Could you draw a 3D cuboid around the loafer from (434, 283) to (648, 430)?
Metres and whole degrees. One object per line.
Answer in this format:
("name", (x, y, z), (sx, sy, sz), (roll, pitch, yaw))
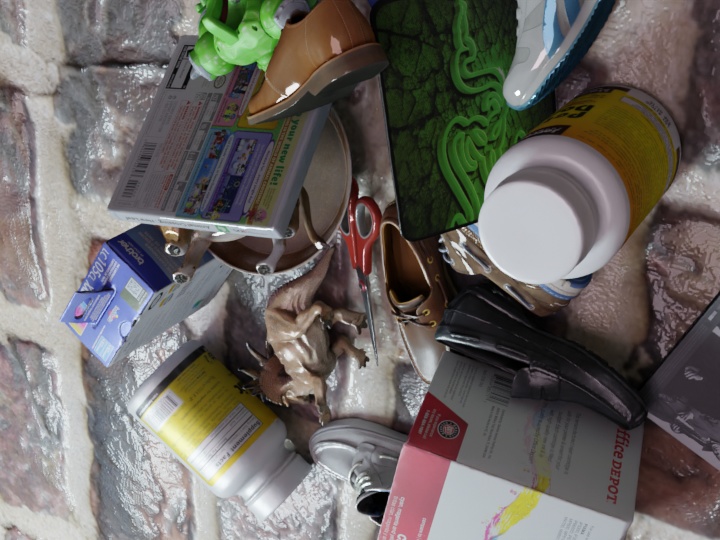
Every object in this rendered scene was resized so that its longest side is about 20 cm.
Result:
("loafer", (0.159, 0.089, 0.953), (0.201, 0.070, 0.068), (32, 165, 18))

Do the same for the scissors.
("scissors", (0.000, 0.000, 1.059), (0.073, 0.014, 0.200), (38, 141, 43))

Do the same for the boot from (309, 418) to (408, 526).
("boot", (0.013, 0.214, 1.114), (0.200, 0.096, 0.074), (3, 115, 32))

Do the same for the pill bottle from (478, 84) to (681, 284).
("pill bottle", (0.164, -0.064, 0.806), (0.109, 0.200, 0.109), (14, 120, 26))

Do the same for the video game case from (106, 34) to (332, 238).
("video game case", (-0.119, -0.127, 0.969), (0.182, 0.200, 0.022), (7, 156, 26))

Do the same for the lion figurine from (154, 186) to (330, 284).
("lion figurine", (-0.115, -0.054, 0.991), (0.200, 0.123, 0.072), (-1, 134, 13))

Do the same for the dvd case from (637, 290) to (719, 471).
("dvd case", (0.349, 0.123, 0.897), (0.200, 0.025, 0.150), (37, 128, 11))

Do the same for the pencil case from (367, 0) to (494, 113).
("pencil case", (0.041, -0.222, 0.858), (0.087, 0.078, 0.200), (-17, 118, 18))

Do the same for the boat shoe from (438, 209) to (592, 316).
("boat shoe", (0.105, -0.031, 0.944), (0.200, 0.072, 0.072), (42, 130, 8))

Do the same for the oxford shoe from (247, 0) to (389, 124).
("oxford shoe", (-0.044, -0.165, 0.851), (0.200, 0.071, 0.071), (-20, 93, 60))

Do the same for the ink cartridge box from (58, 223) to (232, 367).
("ink cartridge box", (-0.213, 0.010, 1.088), (0.076, 0.200, 0.136), (44, 129, 6))

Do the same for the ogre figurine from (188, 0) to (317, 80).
("ogre figurine", (-0.088, -0.231, 0.926), (0.200, 0.120, 0.098), (-2, 145, 28))

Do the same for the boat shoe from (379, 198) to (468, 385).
("boat shoe", (0.052, 0.025, 1.010), (0.072, 0.068, 0.200), (2, 115, 32))

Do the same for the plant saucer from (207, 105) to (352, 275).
("plant saucer", (-0.089, -0.096, 1.031), (0.200, 0.034, 0.200), (4, 98, 28))

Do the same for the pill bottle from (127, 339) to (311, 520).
("pill bottle", (-0.154, 0.182, 1.194), (0.200, 0.111, 0.111), (44, 129, 2))

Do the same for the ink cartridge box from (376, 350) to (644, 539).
("ink cartridge box", (0.138, 0.195, 0.968), (0.200, 0.145, 0.145), (19, 124, 9))

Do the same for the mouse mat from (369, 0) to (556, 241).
("mouse mat", (0.091, -0.133, 0.861), (0.008, 0.161, 0.200), (35, 138, 58))

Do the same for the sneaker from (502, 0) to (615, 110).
("sneaker", (0.152, -0.219, 0.819), (0.081, 0.077, 0.200), (30, 117, 14))

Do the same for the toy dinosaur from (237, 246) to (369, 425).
("toy dinosaur", (-0.069, 0.073, 1.107), (0.135, 0.086, 0.200), (13, 115, 35))
